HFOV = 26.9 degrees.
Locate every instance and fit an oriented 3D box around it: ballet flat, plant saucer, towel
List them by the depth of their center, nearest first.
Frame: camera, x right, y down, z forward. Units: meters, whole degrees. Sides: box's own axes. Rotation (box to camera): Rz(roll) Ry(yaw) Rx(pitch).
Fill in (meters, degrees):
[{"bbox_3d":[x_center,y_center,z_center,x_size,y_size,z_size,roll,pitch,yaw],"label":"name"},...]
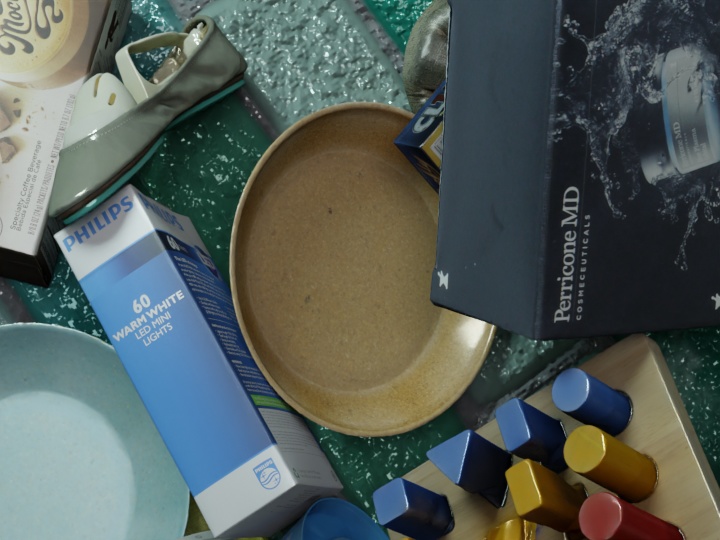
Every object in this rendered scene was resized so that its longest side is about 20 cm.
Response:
[{"bbox_3d":[-0.197,0.134,0.898,0.199,0.039,0.203,0,81,2],"label":"plant saucer"},{"bbox_3d":[-0.139,-0.098,0.911,0.064,0.067,0.200,57,39,-13],"label":"ballet flat"},{"bbox_3d":[-0.094,0.181,0.912,0.086,0.018,0.201,-30,80,-11],"label":"towel"},{"bbox_3d":[0.000,0.000,0.920,0.198,0.035,0.203,3,85,-33],"label":"plant saucer"}]

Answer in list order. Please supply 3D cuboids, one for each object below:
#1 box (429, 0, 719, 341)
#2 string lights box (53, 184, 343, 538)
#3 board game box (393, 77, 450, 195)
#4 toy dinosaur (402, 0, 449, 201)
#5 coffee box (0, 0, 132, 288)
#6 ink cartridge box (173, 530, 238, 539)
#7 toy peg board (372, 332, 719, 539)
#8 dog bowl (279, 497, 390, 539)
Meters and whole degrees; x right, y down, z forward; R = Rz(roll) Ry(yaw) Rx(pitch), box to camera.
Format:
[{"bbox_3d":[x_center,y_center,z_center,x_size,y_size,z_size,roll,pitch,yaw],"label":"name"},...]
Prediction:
[{"bbox_3d":[0.155,-0.071,0.873,0.198,0.117,0.199,-3,102,-28],"label":"box"},{"bbox_3d":[-0.093,0.055,0.885,0.059,0.103,0.201,-33,74,7],"label":"string lights box"},{"bbox_3d":[0.128,-0.106,0.938,0.200,0.035,0.136,-50,119,-12],"label":"board game box"},{"bbox_3d":[0.073,-0.146,0.983,0.102,0.077,0.201,27,102,1],"label":"toy dinosaur"},{"bbox_3d":[-0.224,-0.104,0.940,0.112,0.080,0.202,15,75,-2],"label":"coffee box"},{"bbox_3d":[-0.062,0.268,0.816,0.050,0.162,0.202,-2,111,-44],"label":"ink cartridge box"},{"bbox_3d":[0.089,0.151,0.810,0.199,0.098,0.201,-34,50,23],"label":"toy peg board"},{"bbox_3d":[0.007,0.231,0.863,0.049,0.111,0.201,-34,79,22],"label":"dog bowl"}]
